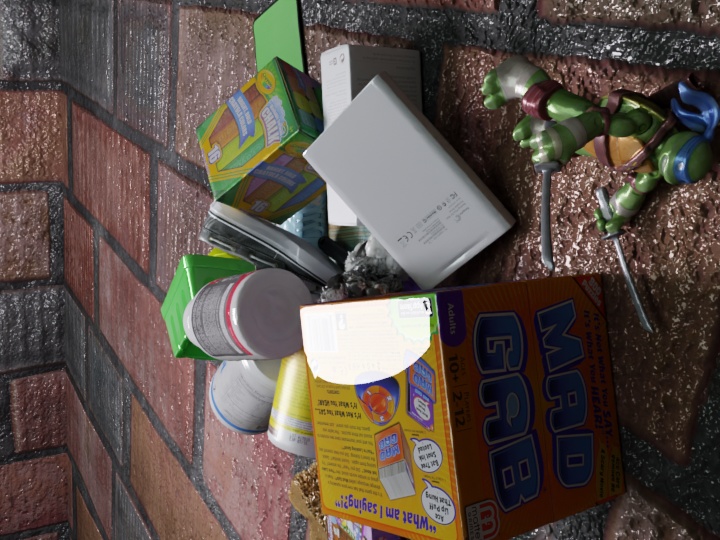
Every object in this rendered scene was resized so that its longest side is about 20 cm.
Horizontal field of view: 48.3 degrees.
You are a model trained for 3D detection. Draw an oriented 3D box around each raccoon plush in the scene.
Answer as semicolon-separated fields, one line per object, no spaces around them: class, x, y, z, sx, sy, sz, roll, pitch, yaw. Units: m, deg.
raccoon plush;-0.004;0.052;0.917;0.200;0.097;0.134;-64;0;23

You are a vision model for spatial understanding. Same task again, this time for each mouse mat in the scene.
mouse mat;-0.123;-0.309;1.223;0.161;0.008;0.200;-9;86;59

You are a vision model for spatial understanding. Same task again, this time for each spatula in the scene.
spatula;0.000;0.000;1.001;0.057;0.021;0.200;-58;41;3

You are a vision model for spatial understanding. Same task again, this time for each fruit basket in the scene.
fruit basket;-0.222;0.021;1.269;0.216;0.155;0.216;-173;90;-68

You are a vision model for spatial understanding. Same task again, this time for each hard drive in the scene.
hard drive;0.047;-0.087;0.833;0.200;0.026;0.132;49;127;-1

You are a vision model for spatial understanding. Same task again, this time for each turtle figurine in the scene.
turtle figurine;0.167;-0.081;0.647;0.194;0.144;0.200;50;131;49

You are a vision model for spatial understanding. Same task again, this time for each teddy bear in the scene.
teddy bear;-0.023;0.363;1.120;0.200;0.067;0.145;38;135;43

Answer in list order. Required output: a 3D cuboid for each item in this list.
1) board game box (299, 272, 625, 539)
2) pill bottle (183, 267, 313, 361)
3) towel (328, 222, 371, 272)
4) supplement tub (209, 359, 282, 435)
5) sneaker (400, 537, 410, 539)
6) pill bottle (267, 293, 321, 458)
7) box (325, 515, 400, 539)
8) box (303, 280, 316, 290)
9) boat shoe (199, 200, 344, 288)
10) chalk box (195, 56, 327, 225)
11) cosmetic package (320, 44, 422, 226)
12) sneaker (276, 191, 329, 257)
board game box;0.089;0.115;0.734;0.200;0.200;0.200;-8;88;53
pill bottle;-0.153;0.060;1.031;0.200;0.111;0.111;-10;86;55
towel;-0.001;-0.069;1.046;0.147;0.022;0.200;4;96;58
supplement tub;-0.141;0.155;1.205;0.200;0.132;0.132;-51;52;49
sneaker;0.088;0.299;0.901;0.121;0.083;0.200;153;110;-67
pill bottle;-0.052;0.136;1.055;0.109;0.109;0.200;16;95;57
box;-0.002;0.261;0.943;0.137;0.039;0.200;-168;73;-64
box;-0.098;-0.066;1.188;0.039;0.041;0.200;-3;92;59
boat shoe;-0.118;-0.020;1.059;0.071;0.200;0.072;-61;-1;8
chalk box;-0.089;-0.172;1.015;0.200;0.124;0.125;-36;57;26
cosmetic package;0.015;-0.153;0.928;0.074;0.102;0.200;6;99;59
sneaker;-0.078;-0.090;1.107;0.082;0.074;0.200;141;119;-70
